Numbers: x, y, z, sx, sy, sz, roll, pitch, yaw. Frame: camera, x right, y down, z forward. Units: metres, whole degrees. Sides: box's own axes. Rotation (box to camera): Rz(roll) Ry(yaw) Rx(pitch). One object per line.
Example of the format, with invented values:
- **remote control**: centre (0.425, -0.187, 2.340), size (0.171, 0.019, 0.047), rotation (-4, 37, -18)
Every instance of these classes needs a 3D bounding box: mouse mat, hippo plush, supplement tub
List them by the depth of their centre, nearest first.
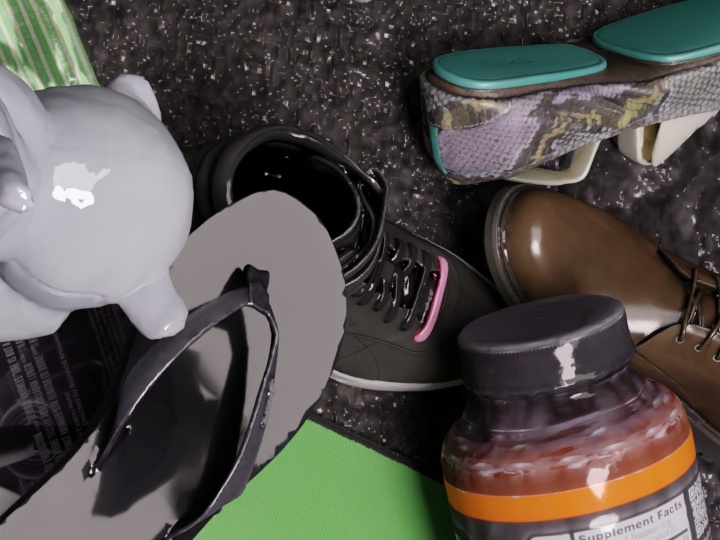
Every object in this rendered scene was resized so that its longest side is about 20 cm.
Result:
- **hippo plush**: centre (-0.134, -0.051, 0.720), size (0.160, 0.199, 0.160), rotation (9, 63, -51)
- **mouse mat**: centre (-0.027, 0.164, 0.890), size (0.160, 0.008, 0.201), rotation (27, 75, -24)
- **supplement tub**: centre (0.094, 0.115, 0.891), size (0.107, 0.107, 0.201), rotation (-19, 103, -29)

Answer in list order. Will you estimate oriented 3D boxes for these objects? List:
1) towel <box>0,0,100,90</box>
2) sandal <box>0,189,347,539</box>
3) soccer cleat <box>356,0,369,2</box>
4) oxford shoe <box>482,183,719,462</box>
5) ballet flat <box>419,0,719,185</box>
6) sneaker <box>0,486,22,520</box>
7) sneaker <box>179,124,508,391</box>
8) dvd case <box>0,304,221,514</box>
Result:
- **towel**: centre (-0.189, -0.111, 0.813), size (0.152, 0.023, 0.201), rotation (-27, 99, -27)
- **sandal**: centre (-0.064, 0.058, 0.758), size (0.076, 0.043, 0.201), rotation (37, 69, -12)
- **soccer cleat**: centre (-0.029, -0.144, 0.881), size (0.199, 0.069, 0.086), rotation (-28, 95, -33)
- **oxford shoe**: centre (0.138, 0.016, 0.939), size (0.200, 0.084, 0.073), rotation (31, 63, -29)
- **ballet flat**: centre (0.110, -0.077, 0.961), size (0.199, 0.072, 0.072), rotation (-15, 93, -29)
- **sneaker**: centre (-0.117, 0.161, 0.772), size (0.201, 0.070, 0.080), rotation (60, 22, -18)
- **sneaker**: centre (0.000, 0.000, 0.865), size (0.199, 0.099, 0.071), rotation (22, 74, -27)
- **dvd case**: centre (-0.160, 0.064, 0.807), size (0.199, 0.016, 0.149), rotation (-24, 105, -27)
